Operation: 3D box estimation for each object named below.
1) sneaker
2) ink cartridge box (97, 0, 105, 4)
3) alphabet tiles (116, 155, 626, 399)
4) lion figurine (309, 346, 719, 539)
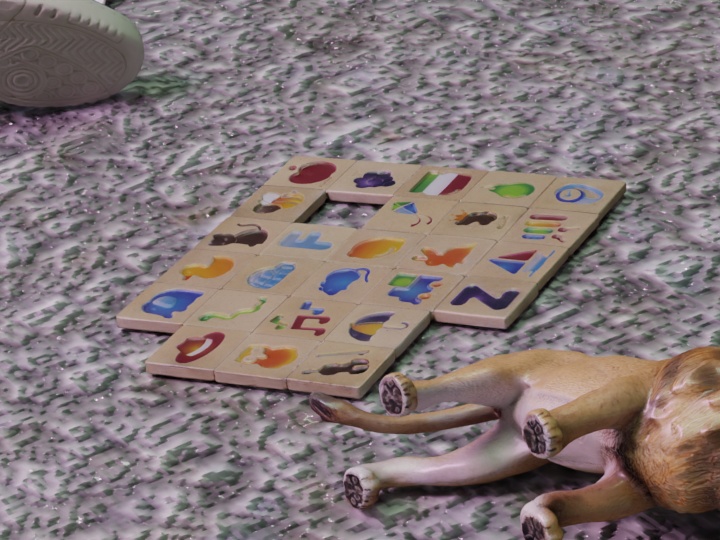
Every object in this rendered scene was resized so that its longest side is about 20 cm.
[{"bbox_3d":[-0.206,-0.150,1.430,0.200,0.077,0.111,7,48,-13],"label":"sneaker"},{"bbox_3d":[-0.156,-0.232,1.620,0.095,0.037,0.200,4,67,25],"label":"ink cartridge box"},{"bbox_3d":[0.000,0.000,1.216,0.167,0.008,0.200,6,29,27],"label":"alphabet tiles"},{"bbox_3d":[0.082,0.054,1.008,0.122,0.073,0.200,-16,21,-32],"label":"lion figurine"}]
